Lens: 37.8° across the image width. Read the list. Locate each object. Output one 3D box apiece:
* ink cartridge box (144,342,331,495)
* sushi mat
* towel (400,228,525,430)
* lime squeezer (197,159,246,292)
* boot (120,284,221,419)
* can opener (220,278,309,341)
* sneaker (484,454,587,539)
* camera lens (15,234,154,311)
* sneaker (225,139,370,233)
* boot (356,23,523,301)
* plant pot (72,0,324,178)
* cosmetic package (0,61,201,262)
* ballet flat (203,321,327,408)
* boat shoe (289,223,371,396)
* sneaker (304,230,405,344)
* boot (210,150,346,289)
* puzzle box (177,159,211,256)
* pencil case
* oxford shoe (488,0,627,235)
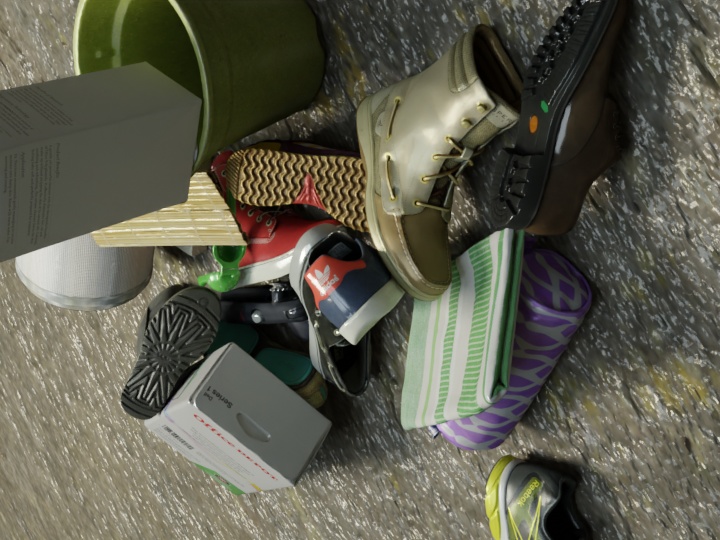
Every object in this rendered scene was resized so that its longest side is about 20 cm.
[{"bbox_3d":[-0.139,0.169,1.161,0.145,0.084,0.200,40,153,-11],"label":"ink cartridge box"},{"bbox_3d":[-0.211,-0.060,1.067,0.198,0.012,0.096,0,132,28],"label":"sushi mat"},{"bbox_3d":[0.082,0.054,0.912,0.200,0.023,0.154,148,132,-67],"label":"towel"},{"bbox_3d":[-0.142,-0.024,1.109,0.201,0.037,0.071,112,160,-49],"label":"lime squeezer"},{"bbox_3d":[-0.214,0.063,1.216,0.072,0.200,0.182,36,105,-10],"label":"boot"},{"bbox_3d":[-0.111,0.042,1.164,0.199,0.063,0.079,1,108,44],"label":"can opener"},{"bbox_3d":[0.170,0.272,0.973,0.084,0.074,0.202,-4,104,45],"label":"sneaker"},{"bbox_3d":[-0.313,-0.068,1.211,0.160,0.159,0.201,35,128,29],"label":"camera lens"},{"bbox_3d":[-0.026,-0.092,1.024,0.198,0.090,0.076,14,112,11],"label":"sneaker"},{"bbox_3d":[0.077,-0.090,0.889,0.155,0.072,0.202,-28,63,41],"label":"boot"},{"bbox_3d":[-0.141,-0.198,1.005,0.199,0.183,0.202,20,121,37],"label":"plant pot"},{"bbox_3d":[-0.234,-0.093,0.861,0.085,0.199,0.108,34,127,27],"label":"cosmetic package"},{"bbox_3d":[-0.112,0.109,1.200,0.199,0.070,0.071,19,120,40],"label":"ballet flat"},{"bbox_3d":[-0.019,0.043,1.045,0.064,0.070,0.201,43,153,41],"label":"boat shoe"},{"bbox_3d":[0.000,0.000,0.948,0.085,0.200,0.075,46,101,1],"label":"sneaker"},{"bbox_3d":[-0.100,-0.065,1.107,0.199,0.072,0.146,-13,96,50],"label":"boot"},{"bbox_3d":[-0.225,-0.133,1.232,0.133,0.025,0.202,31,126,33],"label":"puzzle box"},{"bbox_3d":[0.129,0.073,0.931,0.201,0.083,0.086,-63,39,38],"label":"pencil case"},{"bbox_3d":[0.169,-0.123,0.819,0.073,0.084,0.202,-123,48,-64],"label":"oxford shoe"}]
